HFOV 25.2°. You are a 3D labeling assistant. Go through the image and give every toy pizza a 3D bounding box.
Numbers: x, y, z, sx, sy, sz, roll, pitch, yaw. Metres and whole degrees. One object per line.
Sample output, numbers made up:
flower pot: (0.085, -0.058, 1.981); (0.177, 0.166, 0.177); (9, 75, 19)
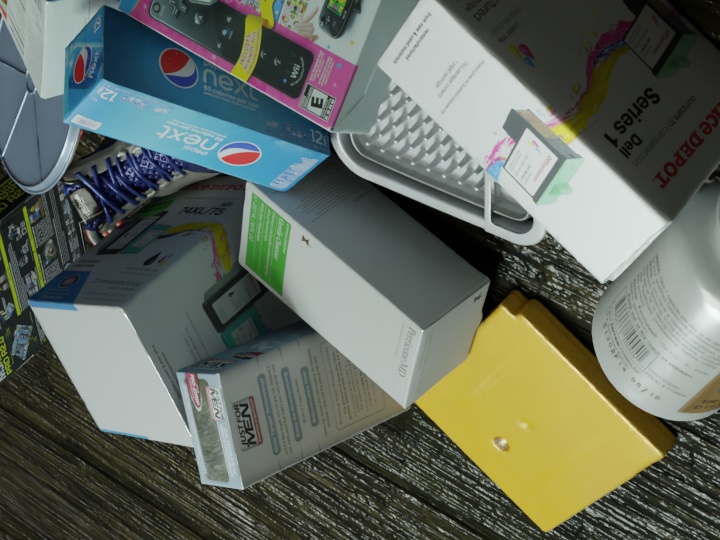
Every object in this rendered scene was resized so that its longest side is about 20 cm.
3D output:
toy pizza: (-0.276, -0.168, 1.419); (0.199, 0.031, 0.203); (-1, 89, 56)

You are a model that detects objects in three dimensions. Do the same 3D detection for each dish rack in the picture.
dish rack: (0.060, -0.120, 1.168); (0.199, 0.044, 0.173); (24, 141, 29)

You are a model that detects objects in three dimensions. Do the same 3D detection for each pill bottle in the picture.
pill bottle: (0.239, 0.007, 1.042); (0.114, 0.114, 0.200); (41, 146, 7)

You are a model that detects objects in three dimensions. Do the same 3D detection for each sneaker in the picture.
sneaker: (-0.195, -0.083, 1.418); (0.199, 0.115, 0.081); (-11, 119, 51)

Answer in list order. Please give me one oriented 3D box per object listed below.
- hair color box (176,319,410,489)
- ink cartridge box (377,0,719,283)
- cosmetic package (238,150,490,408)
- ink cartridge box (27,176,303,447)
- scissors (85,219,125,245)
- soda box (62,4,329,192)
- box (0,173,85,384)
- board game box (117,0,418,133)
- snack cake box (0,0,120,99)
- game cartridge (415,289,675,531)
hair color box: (-0.052, 0.101, 1.360); (0.060, 0.199, 0.100); (0, 105, 47)
ink cartridge box: (0.134, -0.116, 0.999); (0.200, 0.145, 0.084); (44, 144, 2)
cosmetic package: (0.000, 0.000, 1.301); (0.200, 0.085, 0.108); (40, 145, 25)
ink cartridge box: (-0.151, 0.030, 1.412); (0.146, 0.200, 0.147); (2, 126, 46)
scissors: (-0.209, 0.015, 1.625); (0.200, 0.014, 0.073); (51, 144, -4)
soda box: (-0.121, -0.126, 1.214); (0.199, 0.068, 0.064); (17, 145, -34)
box: (-0.350, 0.002, 1.634); (0.044, 0.160, 0.201); (27, 143, 25)
board game box: (-0.058, -0.205, 1.122); (0.199, 0.064, 0.149); (31, 109, 25)
snack cake box: (-0.256, -0.253, 1.281); (0.201, 0.067, 0.115); (62, 155, 25)
game cartridge: (0.146, 0.119, 1.340); (0.176, 0.032, 0.200); (45, 144, 2)
